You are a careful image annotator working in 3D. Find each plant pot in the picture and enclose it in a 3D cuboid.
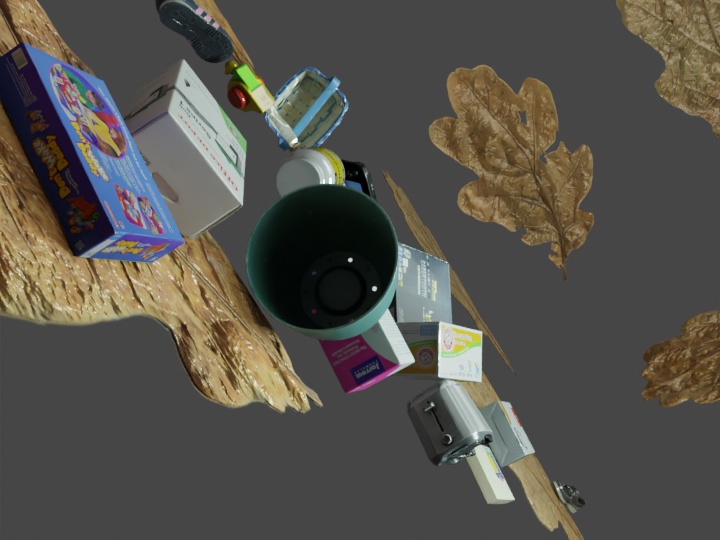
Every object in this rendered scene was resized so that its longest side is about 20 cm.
[{"bbox_3d":[-0.039,0.005,1.113,0.201,0.200,0.161,64,0,20],"label":"plant pot"}]

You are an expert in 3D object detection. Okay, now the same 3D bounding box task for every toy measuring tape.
[{"bbox_3d":[-0.189,-0.300,1.508,0.200,0.074,0.074,54,12,-14],"label":"toy measuring tape"}]

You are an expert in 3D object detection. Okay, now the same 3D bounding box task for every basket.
[{"bbox_3d":[-0.114,-0.328,1.684,0.139,0.176,0.200,40,4,-19],"label":"basket"}]

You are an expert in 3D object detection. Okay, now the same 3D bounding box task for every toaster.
[{"bbox_3d":[0.166,0.280,1.501,0.129,0.114,0.200,62,14,20],"label":"toaster"}]

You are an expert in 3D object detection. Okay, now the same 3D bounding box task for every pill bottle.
[{"bbox_3d":[-0.095,-0.169,1.494,0.111,0.111,0.200,59,12,-5],"label":"pill bottle"}]

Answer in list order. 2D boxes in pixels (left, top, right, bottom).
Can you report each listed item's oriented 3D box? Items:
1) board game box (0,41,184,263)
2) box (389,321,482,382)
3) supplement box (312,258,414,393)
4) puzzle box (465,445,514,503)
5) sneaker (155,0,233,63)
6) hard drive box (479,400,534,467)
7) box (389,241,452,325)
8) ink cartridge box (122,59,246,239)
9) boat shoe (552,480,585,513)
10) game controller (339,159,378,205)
[{"bbox_3d":[-0.259,-0.106,0.784,0.200,0.045,0.134,62,11,9],"label":"board game box"},{"bbox_3d":[0.145,0.158,1.552,0.200,0.112,0.102,17,72,-57],"label":"box"},{"bbox_3d":[-0.013,0.077,1.257,0.200,0.101,0.103,62,12,10],"label":"supplement box"},{"bbox_3d":[0.284,0.452,1.804,0.133,0.025,0.200,65,12,24],"label":"puzzle box"},{"bbox_3d":[-0.290,-0.440,1.429,0.082,0.070,0.200,67,12,22],"label":"sneaker"},{"bbox_3d":[0.383,0.432,2.158,0.156,0.077,0.200,64,12,17],"label":"hard drive box"},{"bbox_3d":[0.120,0.054,1.720,0.157,0.051,0.200,21,56,-33],"label":"box"},{"bbox_3d":[-0.214,-0.152,0.999,0.146,0.084,0.200,53,13,-29],"label":"ink cartridge box"},{"bbox_3d":[0.721,0.773,2.805,0.200,0.065,0.072,50,16,-38],"label":"boat shoe"},{"bbox_3d":[-0.006,-0.157,1.819,0.042,0.104,0.200,-47,135,-39],"label":"game controller"}]
